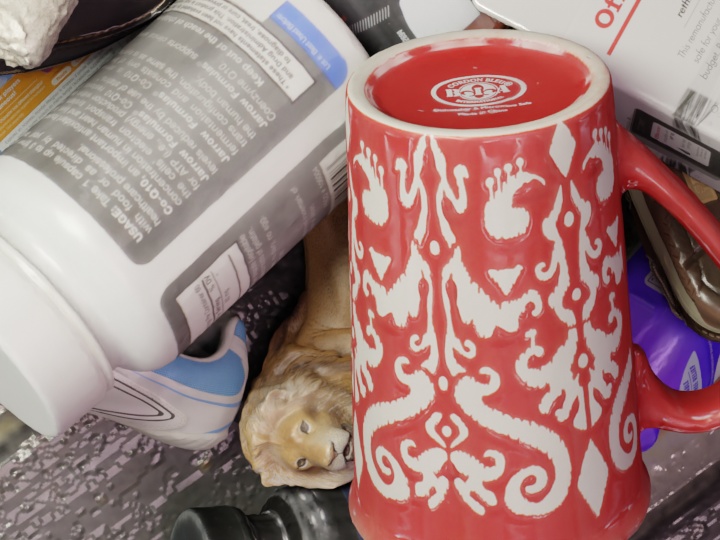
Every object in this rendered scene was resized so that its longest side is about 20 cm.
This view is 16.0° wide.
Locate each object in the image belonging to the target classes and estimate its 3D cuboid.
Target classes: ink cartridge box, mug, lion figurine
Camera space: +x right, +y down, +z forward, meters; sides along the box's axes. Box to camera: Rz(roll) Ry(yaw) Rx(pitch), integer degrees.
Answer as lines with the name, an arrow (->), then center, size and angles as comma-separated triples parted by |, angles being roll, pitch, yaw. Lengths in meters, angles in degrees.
ink cartridge box -> 0.158, -0.105, 1.109 | 0.199, 0.067, 0.116 | 29, 78, 8
mug -> 0.071, 0.004, 1.080 | 0.177, 0.133, 0.201 | -22, 122, -28
lion figurine -> 0.000, 0.000, 1.190 | 0.122, 0.072, 0.201 | -2, 84, -15

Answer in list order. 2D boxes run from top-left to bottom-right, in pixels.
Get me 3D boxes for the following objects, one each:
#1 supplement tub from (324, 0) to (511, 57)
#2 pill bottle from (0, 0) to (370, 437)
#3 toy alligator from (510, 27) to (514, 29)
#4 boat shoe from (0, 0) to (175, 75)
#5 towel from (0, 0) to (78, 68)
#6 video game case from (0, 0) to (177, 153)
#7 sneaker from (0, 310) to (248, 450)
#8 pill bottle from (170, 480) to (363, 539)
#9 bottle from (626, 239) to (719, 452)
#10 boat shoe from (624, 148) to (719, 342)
supplement tub -> -0.017, -0.175, 1.109 | 0.107, 0.107, 0.200 | -41, 115, -5
pill bottle -> -0.089, -0.030, 1.083 | 0.200, 0.114, 0.114 | -43, 116, -17
toy alligator -> 0.082, -0.069, 1.212 | 0.054, 0.059, 0.201 | 5, 119, 25
boat shoe -> -0.166, -0.109, 1.072 | 0.199, 0.073, 0.075 | -13, 109, -16
towel -> -0.190, -0.171, 1.028 | 0.199, 0.034, 0.133 | 24, 72, 3
video game case -> -0.121, -0.109, 1.139 | 0.143, 0.018, 0.200 | -43, 115, -3
sneaker -> -0.145, 0.031, 1.146 | 0.199, 0.072, 0.073 | 12, 90, -24
pill bottle -> 0.014, 0.152, 1.214 | 0.199, 0.112, 0.112 | -1, 106, -20
bottle -> 0.145, 0.027, 1.219 | 0.200, 0.065, 0.084 | -46, 151, -21
boat shoe -> 0.142, -0.061, 1.172 | 0.074, 0.075, 0.203 | -10, 73, -4
